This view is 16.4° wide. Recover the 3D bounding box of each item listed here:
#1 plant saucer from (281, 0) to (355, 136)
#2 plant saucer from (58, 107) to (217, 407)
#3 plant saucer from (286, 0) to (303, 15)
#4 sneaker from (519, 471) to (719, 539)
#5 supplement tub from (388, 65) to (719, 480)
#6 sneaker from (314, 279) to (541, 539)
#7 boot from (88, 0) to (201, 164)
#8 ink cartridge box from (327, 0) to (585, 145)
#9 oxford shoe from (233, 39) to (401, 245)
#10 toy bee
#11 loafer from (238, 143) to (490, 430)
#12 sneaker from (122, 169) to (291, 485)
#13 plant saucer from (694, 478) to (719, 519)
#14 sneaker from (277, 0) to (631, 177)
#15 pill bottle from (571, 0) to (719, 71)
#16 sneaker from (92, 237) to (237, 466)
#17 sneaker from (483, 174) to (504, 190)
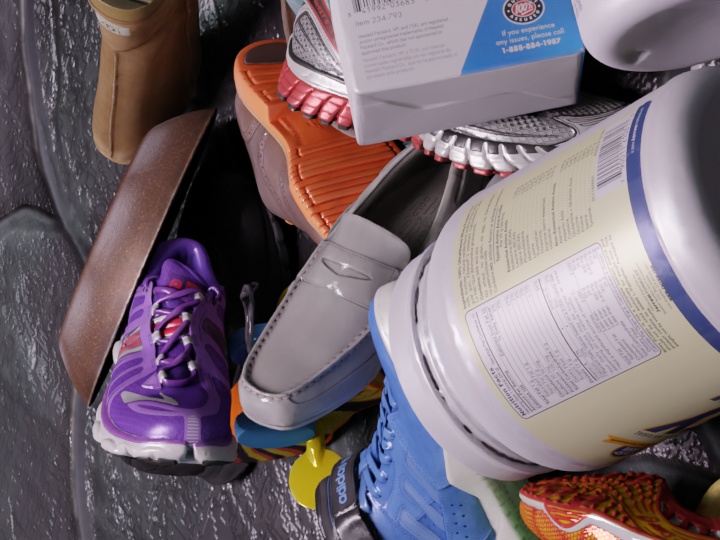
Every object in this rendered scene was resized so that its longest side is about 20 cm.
[{"bbox_3d":[0.024,-0.173,1.394,0.200,0.037,0.202,-1,89,55],"label":"plant saucer"},{"bbox_3d":[-0.143,-0.014,1.539,0.200,0.037,0.201,-157,90,-88],"label":"plant saucer"},{"bbox_3d":[-0.003,-0.215,1.364,0.200,0.036,0.201,-2,87,54],"label":"plant saucer"},{"bbox_3d":[0.136,0.142,1.136,0.200,0.073,0.078,26,120,55],"label":"sneaker"},{"bbox_3d":[0.123,0.008,1.154,0.200,0.145,0.146,-30,65,42],"label":"supplement tub"},{"bbox_3d":[0.017,0.098,1.275,0.111,0.200,0.077,-15,37,18],"label":"sneaker"},{"bbox_3d":[-0.112,-0.176,1.528,0.066,0.175,0.200,36,161,11],"label":"boot"},{"bbox_3d":[0.034,-0.174,1.240,0.067,0.116,0.201,83,177,-70],"label":"ink cartridge box"},{"bbox_3d":[-0.019,-0.050,1.453,0.073,0.071,0.200,98,154,-42],"label":"oxford shoe"},{"bbox_3d":[-0.021,0.071,1.427,0.200,0.108,0.132,177,92,-81],"label":"toy bee"},{"bbox_3d":[0.000,0.000,1.313,0.070,0.200,0.070,20,145,27],"label":"loafer"},{"bbox_3d":[-0.101,0.037,1.533,0.076,0.090,0.201,22,106,55],"label":"sneaker"},{"bbox_3d":[0.196,0.231,1.148,0.200,0.048,0.201,52,130,42],"label":"plant saucer"},{"bbox_3d":[0.050,-0.102,1.280,0.199,0.078,0.083,18,111,19],"label":"sneaker"},{"bbox_3d":[0.137,-0.205,1.187,0.109,0.109,0.201,-34,63,49],"label":"pill bottle"},{"bbox_3d":[-0.108,0.043,1.395,0.200,0.080,0.084,-105,22,-62],"label":"sneaker"},{"bbox_3d":[0.076,0.033,1.324,0.082,0.074,0.201,-81,7,-61],"label":"sneaker"}]
